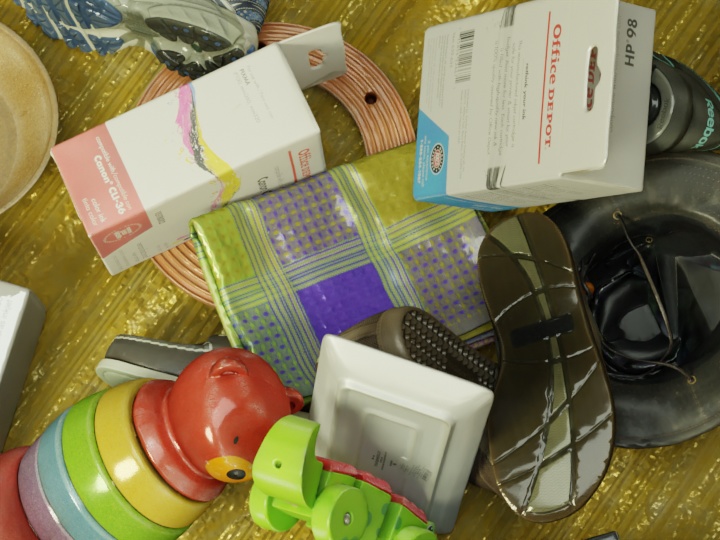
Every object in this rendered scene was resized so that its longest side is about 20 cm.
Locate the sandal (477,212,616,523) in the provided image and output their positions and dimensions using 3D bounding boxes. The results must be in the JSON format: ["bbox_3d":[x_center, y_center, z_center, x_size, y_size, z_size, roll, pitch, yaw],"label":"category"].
[{"bbox_3d":[0.114,0.062,1.557,0.081,0.055,0.201,-15,64,10],"label":"sandal"}]

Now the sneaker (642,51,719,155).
[{"bbox_3d":[0.163,-0.112,1.604,0.079,0.200,0.076,8,105,-34],"label":"sneaker"}]

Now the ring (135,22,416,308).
[{"bbox_3d":[-0.060,-0.066,1.658,0.199,0.019,0.202,0,78,1],"label":"ring"}]

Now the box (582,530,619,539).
[{"bbox_3d":[0.076,0.236,1.503,0.181,0.200,0.105,-17,80,-3],"label":"box"}]

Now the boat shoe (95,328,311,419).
[{"bbox_3d":[-0.068,0.070,1.607,0.200,0.072,0.061,15,74,-4],"label":"boat shoe"}]

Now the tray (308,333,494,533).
[{"bbox_3d":[0.017,0.110,1.532,0.107,0.200,0.022,18,59,4],"label":"tray"}]

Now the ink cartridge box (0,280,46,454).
[{"bbox_3d":[-0.322,0.059,1.604,0.199,0.084,0.146,16,80,5],"label":"ink cartridge box"}]

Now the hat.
[{"bbox_3d":[0.196,0.024,1.604,0.199,0.081,0.202,-4,78,18],"label":"hat"}]

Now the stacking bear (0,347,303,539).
[{"bbox_3d":[-0.128,0.117,1.536,0.200,0.121,0.114,-32,43,26],"label":"stacking bear"}]

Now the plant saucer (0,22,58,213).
[{"bbox_3d":[-0.298,-0.092,1.631,0.199,0.036,0.201,3,56,-5],"label":"plant saucer"}]

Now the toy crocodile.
[{"bbox_3d":[-0.004,0.147,1.514,0.067,0.200,0.062,11,74,39],"label":"toy crocodile"}]

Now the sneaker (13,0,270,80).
[{"bbox_3d":[-0.150,-0.190,1.663,0.199,0.077,0.085,21,59,12],"label":"sneaker"}]

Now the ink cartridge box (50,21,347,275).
[{"bbox_3d":[-0.088,-0.077,1.592,0.199,0.117,0.068,-26,78,-3],"label":"ink cartridge box"}]

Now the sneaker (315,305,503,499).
[{"bbox_3d":[0.051,0.089,1.570,0.075,0.200,0.071,-18,44,31],"label":"sneaker"}]

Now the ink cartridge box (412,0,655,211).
[{"bbox_3d":[0.118,-0.103,1.539,0.066,0.200,0.117,9,82,-32],"label":"ink cartridge box"}]

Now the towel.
[{"bbox_3d":[0.000,0.000,1.595,0.199,0.023,0.144,-18,79,-25],"label":"towel"}]
